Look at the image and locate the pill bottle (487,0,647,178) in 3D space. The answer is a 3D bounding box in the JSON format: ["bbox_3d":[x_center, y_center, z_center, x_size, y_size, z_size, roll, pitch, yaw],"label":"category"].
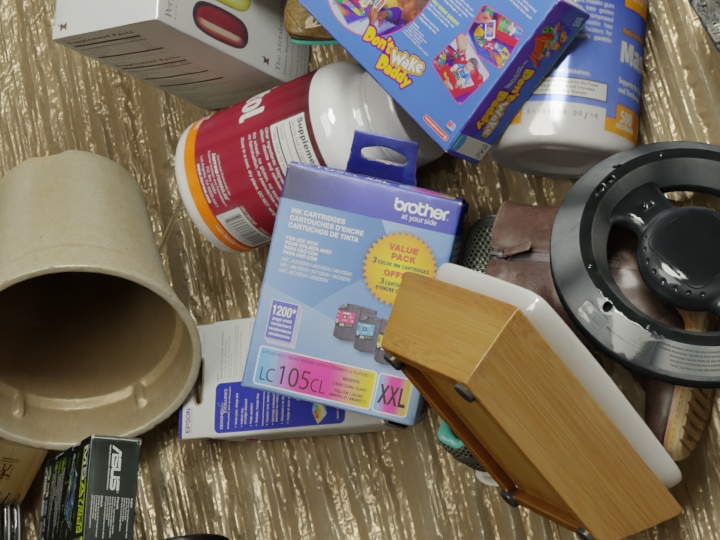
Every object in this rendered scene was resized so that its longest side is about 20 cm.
[{"bbox_3d":[0.153,-0.176,1.654,0.111,0.112,0.202,-2,77,34],"label":"pill bottle"}]

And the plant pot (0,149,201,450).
[{"bbox_3d":[-0.234,0.011,1.827,0.200,0.200,0.184,-36,37,22],"label":"plant pot"}]

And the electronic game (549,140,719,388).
[{"bbox_3d":[0.228,-0.007,1.541,0.198,0.042,0.201,1,54,-2],"label":"electronic game"}]

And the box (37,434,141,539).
[{"bbox_3d":[-0.220,0.239,1.781,0.193,0.047,0.202,152,124,-66],"label":"box"}]

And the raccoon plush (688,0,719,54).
[{"bbox_3d":[0.318,-0.170,1.579,0.134,0.097,0.201,-31,91,10],"label":"raccoon plush"}]

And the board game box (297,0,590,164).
[{"bbox_3d":[0.054,-0.192,1.627,0.135,0.045,0.200,-52,56,16],"label":"board game box"}]

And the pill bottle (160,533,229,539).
[{"bbox_3d":[-0.121,0.308,1.716,0.111,0.112,0.201,-26,65,27],"label":"pill bottle"}]

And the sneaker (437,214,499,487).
[{"bbox_3d":[0.092,0.053,1.648,0.077,0.091,0.201,-10,72,32],"label":"sneaker"}]

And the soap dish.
[{"bbox_3d":[0.111,0.093,1.532,0.081,0.200,0.157,-46,25,-12],"label":"soap dish"}]

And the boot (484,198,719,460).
[{"bbox_3d":[0.166,0.039,1.595,0.165,0.072,0.201,0,62,18],"label":"boot"}]

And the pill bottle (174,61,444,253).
[{"bbox_3d":[-0.037,-0.094,1.764,0.199,0.113,0.114,-20,67,28],"label":"pill bottle"}]

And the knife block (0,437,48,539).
[{"bbox_3d":[-0.343,0.188,1.926,0.176,0.064,0.200,-59,43,20],"label":"knife block"}]

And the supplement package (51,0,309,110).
[{"bbox_3d":[-0.139,-0.213,1.811,0.109,0.200,0.115,-6,75,33],"label":"supplement package"}]

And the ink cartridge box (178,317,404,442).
[{"bbox_3d":[-0.055,0.083,1.777,0.199,0.037,0.095,-6,75,31],"label":"ink cartridge box"}]

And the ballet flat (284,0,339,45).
[{"bbox_3d":[0.039,-0.203,1.727,0.199,0.068,0.073,7,106,13],"label":"ballet flat"}]

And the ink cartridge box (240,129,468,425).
[{"bbox_3d":[0.000,0.000,1.667,0.135,0.076,0.201,12,92,5],"label":"ink cartridge box"}]
